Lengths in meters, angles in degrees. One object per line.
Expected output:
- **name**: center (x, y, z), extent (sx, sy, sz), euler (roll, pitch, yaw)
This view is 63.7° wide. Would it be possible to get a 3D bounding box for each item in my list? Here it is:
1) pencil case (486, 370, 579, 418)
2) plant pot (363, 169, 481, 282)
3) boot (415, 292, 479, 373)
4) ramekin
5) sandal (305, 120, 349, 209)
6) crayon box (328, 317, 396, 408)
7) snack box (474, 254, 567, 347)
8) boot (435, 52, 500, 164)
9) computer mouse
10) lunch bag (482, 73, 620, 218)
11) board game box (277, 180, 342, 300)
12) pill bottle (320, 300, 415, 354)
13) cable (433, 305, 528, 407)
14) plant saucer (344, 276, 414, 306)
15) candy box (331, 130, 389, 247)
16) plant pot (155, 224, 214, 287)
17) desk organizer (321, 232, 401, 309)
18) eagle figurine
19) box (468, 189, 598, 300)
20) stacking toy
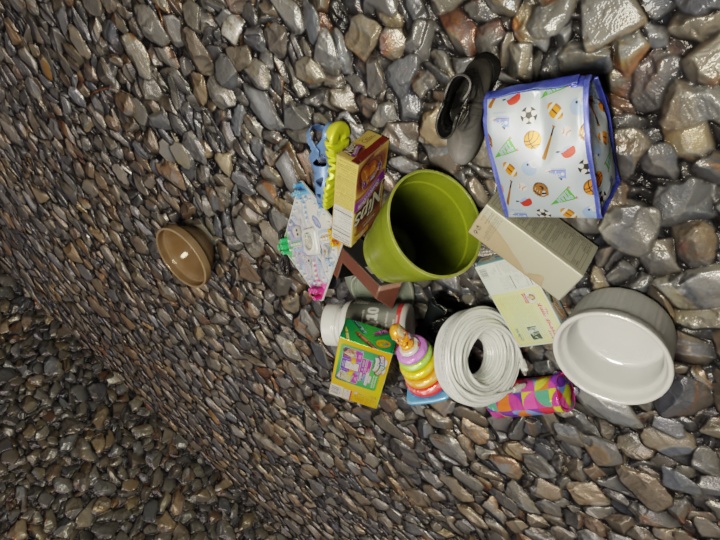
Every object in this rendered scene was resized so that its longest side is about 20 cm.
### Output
- **pencil case**: center (0.361, 0.266, 1.235), extent (0.199, 0.088, 0.089), euler (-23, 107, 46)
- **plant pot**: center (0.099, -0.061, 1.120), extent (0.201, 0.200, 0.193), euler (49, 153, -5)
- **boot**: center (0.210, 0.157, 1.275), extent (0.200, 0.076, 0.169), euler (42, 145, 14)
- **ramekin**: center (0.452, 0.128, 1.023), extent (0.198, 0.098, 0.203), euler (24, 136, 25)
- **sandal**: center (-0.072, -0.224, 1.209), extent (0.086, 0.079, 0.203), euler (26, 129, 26)
- **crayon box**: center (0.004, 0.205, 1.257), extent (0.117, 0.059, 0.202), euler (17, 132, 5)
- **snack box**: center (0.319, 0.055, 1.125), extent (0.115, 0.037, 0.202), euler (-16, 112, 47)
- **boot**: center (0.157, -0.242, 0.942), extent (0.069, 0.132, 0.202), euler (25, 136, 21)
- **computer mouse**: center (-0.122, -0.040, 1.433), extent (0.197, 0.046, 0.143), euler (15, 120, 32)
- **lunch bag**: center (0.288, -0.192, 0.880), extent (0.168, 0.124, 0.202), euler (3, 132, 40)
- **board game box**: center (-0.120, -0.066, 1.326), extent (0.201, 0.026, 0.202), euler (51, 136, 32)
- **pill bottle**: center (0.017, 0.127, 1.303), extent (0.196, 0.115, 0.116), euler (1, 126, 19)
- **cable**: center (0.238, 0.172, 1.175), extent (0.069, 0.197, 0.204), euler (-1, 105, 61)
- **plant saucer**: center (0.032, 0.042, 1.357), extent (0.198, 0.050, 0.203), euler (24, 136, 25)
- **candy box**: center (-0.002, -0.161, 1.162), extent (0.056, 0.117, 0.202), euler (28, 138, 19)
- **plant pot**: center (-0.496, -0.057, 1.701), extent (0.198, 0.093, 0.204), euler (23, 135, 25)
- **desk organizer**: center (0.000, 0.000, 1.264), extent (0.200, 0.071, 0.078), euler (46, 131, 36)
- **eagle figurine**: center (0.013, 0.199, 1.424), extent (0.198, 0.152, 0.153), euler (27, 138, 19)
- **box**: center (0.299, -0.054, 1.008), extent (0.199, 0.095, 0.078), euler (39, 141, 9)
- **stacking toy**: center (0.112, 0.173, 1.184), extent (0.108, 0.117, 0.201), euler (-15, 130, 26)
